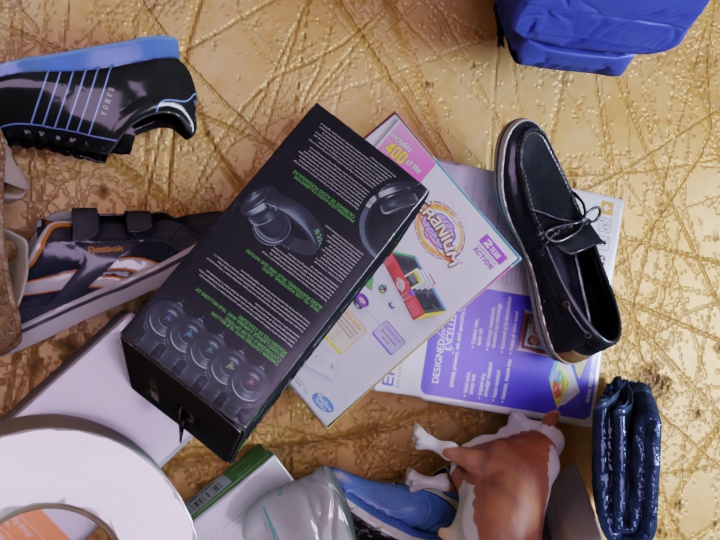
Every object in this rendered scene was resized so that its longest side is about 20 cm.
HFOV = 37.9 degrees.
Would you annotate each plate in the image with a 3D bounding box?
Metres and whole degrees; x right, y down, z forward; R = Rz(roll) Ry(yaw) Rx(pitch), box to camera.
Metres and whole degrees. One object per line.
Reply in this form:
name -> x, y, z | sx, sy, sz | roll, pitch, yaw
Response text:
plate -> 0.160, 0.269, 0.809 | 0.032, 0.200, 0.201 | 0, 95, 5

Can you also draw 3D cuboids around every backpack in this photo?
backpack -> 0.170, -0.270, 0.843 | 0.162, 0.168, 0.201 | 7, 55, -21

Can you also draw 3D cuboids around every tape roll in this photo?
tape roll -> -0.208, 0.199, 0.687 | 0.201, 0.071, 0.204 | 0, 91, -19

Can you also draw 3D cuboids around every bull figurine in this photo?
bull figurine -> 0.091, 0.177, 0.781 | 0.121, 0.065, 0.201 | 9, 48, 3

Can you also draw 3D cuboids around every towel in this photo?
towel -> 0.208, 0.147, 0.831 | 0.048, 0.200, 0.112 | 2, 90, 13

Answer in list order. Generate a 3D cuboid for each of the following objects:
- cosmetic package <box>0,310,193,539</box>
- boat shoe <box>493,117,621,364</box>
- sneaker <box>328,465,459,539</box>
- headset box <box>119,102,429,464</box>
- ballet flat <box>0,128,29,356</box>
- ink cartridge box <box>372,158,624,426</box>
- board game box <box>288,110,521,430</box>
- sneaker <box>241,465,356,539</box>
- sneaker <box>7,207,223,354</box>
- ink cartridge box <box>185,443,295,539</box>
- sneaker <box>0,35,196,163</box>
cosmetic package -> -0.211, 0.132, 0.761 | 0.200, 0.071, 0.102 | -44, 101, -14
boat shoe -> 0.159, -0.026, 0.829 | 0.074, 0.062, 0.201 | -14, 89, -39
sneaker -> 0.058, 0.194, 0.850 | 0.199, 0.079, 0.089 | 21, 63, -13
headset box -> -0.064, 0.022, 0.681 | 0.093, 0.174, 0.200 | 37, 70, 2
ballet flat -> -0.256, -0.035, 0.703 | 0.065, 0.070, 0.201 | 7, 78, -50
ink cartridge box -> 0.112, 0.017, 0.877 | 0.199, 0.043, 0.199 | 11, 85, -15
board game box -> 0.000, 0.000, 0.813 | 0.200, 0.040, 0.153 | -40, 88, -5
sneaker -> -0.025, 0.246, 0.763 | 0.080, 0.070, 0.201 | -20, 92, -2
sneaker -> -0.188, -0.014, 0.767 | 0.199, 0.078, 0.080 | -25, 102, -15
ink cartridge box -> -0.056, 0.247, 0.812 | 0.104, 0.059, 0.200 | -38, 100, -15
sneaker -> -0.216, -0.113, 0.766 | 0.199, 0.070, 0.078 | -17, 89, -17
